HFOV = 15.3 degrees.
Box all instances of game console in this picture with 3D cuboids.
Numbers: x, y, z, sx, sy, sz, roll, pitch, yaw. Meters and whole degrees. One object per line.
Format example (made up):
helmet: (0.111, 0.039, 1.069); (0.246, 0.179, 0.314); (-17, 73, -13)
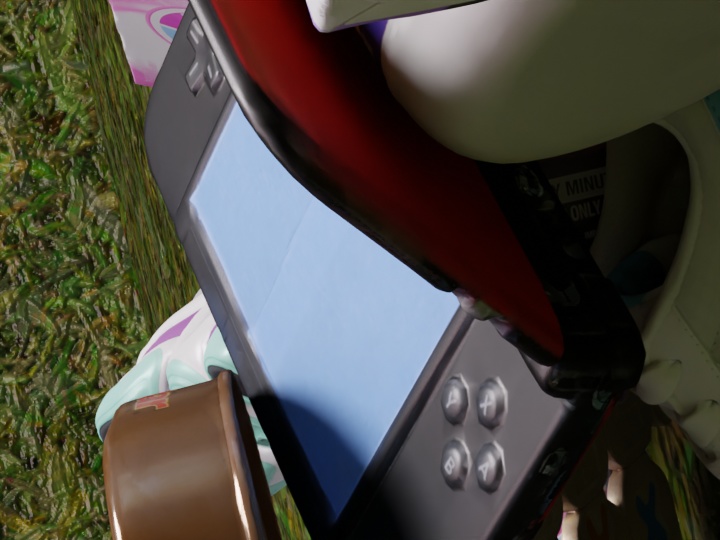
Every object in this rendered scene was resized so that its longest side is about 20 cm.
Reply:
game console: (-0.033, -0.030, 0.608); (0.173, 0.118, 0.201); (-62, 40, 37)

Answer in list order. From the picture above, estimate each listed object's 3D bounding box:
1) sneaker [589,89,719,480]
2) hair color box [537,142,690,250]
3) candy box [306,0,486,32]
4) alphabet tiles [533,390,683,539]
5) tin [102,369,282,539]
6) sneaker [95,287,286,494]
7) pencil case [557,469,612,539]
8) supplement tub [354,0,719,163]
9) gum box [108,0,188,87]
sneaker: (0.098, 0.021, 0.637); (0.077, 0.080, 0.201); (-138, 32, -71)
hair color box: (0.052, -0.109, 0.670); (0.061, 0.099, 0.201); (-156, 53, -75)
candy box: (0.049, -0.155, 0.426); (0.072, 0.167, 0.201); (105, 150, -68)
alphabet tiles: (0.049, 0.020, 0.766); (0.200, 0.015, 0.197); (-31, -72, -61)
tin: (-0.023, 0.125, 0.646); (0.112, 0.042, 0.201); (-11, -93, -87)
sneaker: (0.000, 0.000, 0.858); (0.078, 0.140, 0.200); (44, 152, -21)
pencil case: (0.063, 0.142, 0.870); (0.083, 0.090, 0.201); (-99, -10, -56)
supplement tub: (0.027, -0.140, 0.534); (0.201, 0.145, 0.146); (59, 166, 15)
gum box: (-0.028, -0.108, 0.978); (0.200, 0.113, 0.066); (89, -163, -78)
